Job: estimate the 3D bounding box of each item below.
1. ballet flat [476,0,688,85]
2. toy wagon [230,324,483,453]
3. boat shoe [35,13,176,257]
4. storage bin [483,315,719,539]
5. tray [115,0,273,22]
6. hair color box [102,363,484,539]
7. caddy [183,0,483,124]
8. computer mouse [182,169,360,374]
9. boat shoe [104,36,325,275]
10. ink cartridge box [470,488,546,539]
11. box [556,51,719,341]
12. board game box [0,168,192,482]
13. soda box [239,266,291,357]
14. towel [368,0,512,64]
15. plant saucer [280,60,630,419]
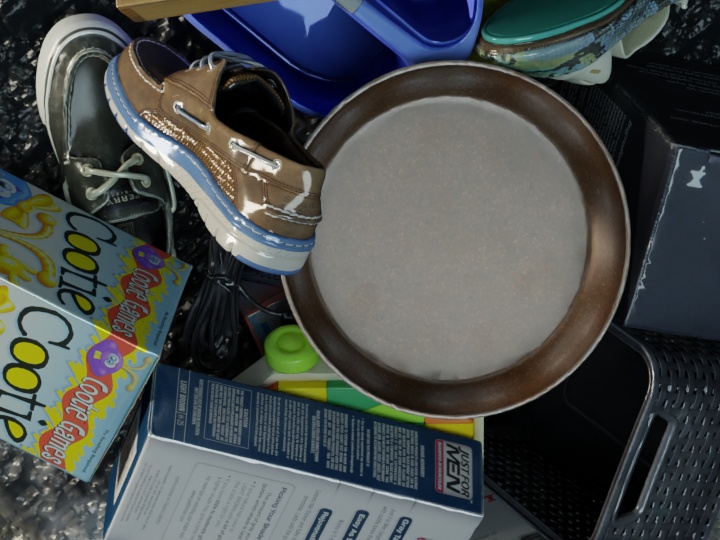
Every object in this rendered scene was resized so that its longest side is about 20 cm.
[{"bbox_3d":[0.142,-0.147,1.571,0.200,0.074,0.074,-35,121,-36],"label":"ballet flat"},{"bbox_3d":[-0.027,0.100,1.587,0.199,0.040,0.155,-1,132,1],"label":"toy wagon"},{"bbox_3d":[-0.141,-0.052,1.577,0.071,0.064,0.200,-16,114,-8],"label":"boat shoe"},{"bbox_3d":[0.132,0.074,1.616,0.094,0.200,0.135,6,111,-37],"label":"storage bin"},{"bbox_3d":[-0.088,-0.242,1.455,0.098,0.037,0.201,-7,80,13],"label":"tray"},{"bbox_3d":[-0.038,0.127,1.544,0.200,0.061,0.100,15,133,-12],"label":"hair color box"},{"bbox_3d":[-0.024,-0.175,1.519,0.200,0.105,0.141,39,101,-13],"label":"caddy"},{"bbox_3d":[0.000,0.000,1.569,0.199,0.046,0.141,5,121,-5],"label":"computer mouse"},{"bbox_3d":[-0.072,-0.081,1.482,0.072,0.200,0.072,7,121,-43],"label":"boat shoe"},{"bbox_3d":[0.065,0.228,1.672,0.144,0.200,0.084,-20,117,-6],"label":"ink cartridge box"},{"bbox_3d":[0.228,-0.041,1.605,0.196,0.200,0.118,9,109,-17],"label":"box"},{"bbox_3d":[-0.213,0.014,1.524,0.200,0.105,0.103,27,120,-8],"label":"board game box"},{"bbox_3d":[-0.011,0.081,1.663,0.063,0.068,0.200,-27,115,-3],"label":"soda box"},{"bbox_3d":[0.042,-0.083,1.611,0.086,0.018,0.200,10,104,8],"label":"towel"},{"bbox_3d":[0.052,-0.017,1.509,0.200,0.034,0.201,0,91,-5],"label":"plant saucer"}]
